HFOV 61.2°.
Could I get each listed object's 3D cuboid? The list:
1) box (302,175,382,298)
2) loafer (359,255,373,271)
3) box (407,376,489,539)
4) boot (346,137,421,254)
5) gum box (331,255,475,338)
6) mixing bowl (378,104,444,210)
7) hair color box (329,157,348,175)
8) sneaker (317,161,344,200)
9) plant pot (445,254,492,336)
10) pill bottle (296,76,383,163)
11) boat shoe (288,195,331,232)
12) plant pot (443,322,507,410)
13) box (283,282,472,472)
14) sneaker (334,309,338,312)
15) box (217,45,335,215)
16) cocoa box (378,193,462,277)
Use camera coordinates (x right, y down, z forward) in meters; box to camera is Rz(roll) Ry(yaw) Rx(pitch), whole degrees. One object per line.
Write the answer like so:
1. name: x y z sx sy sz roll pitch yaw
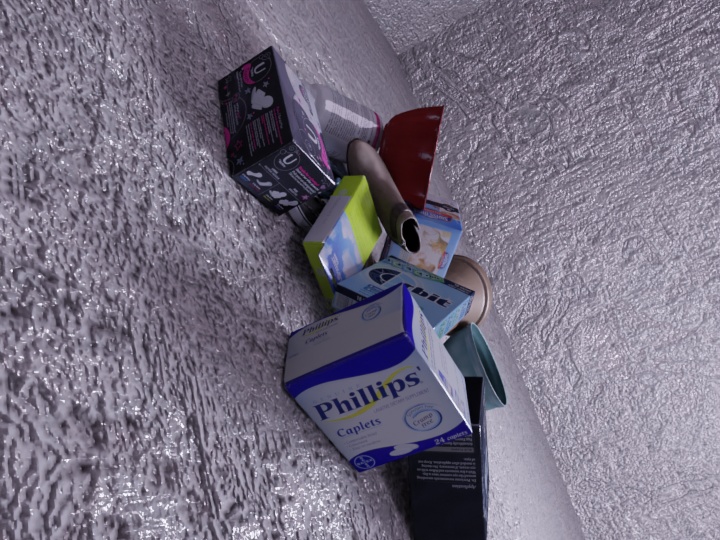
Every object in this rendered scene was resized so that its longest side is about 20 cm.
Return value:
1. box: -0.029 -0.049 1.008 0.202 0.047 0.123 -62 144 -40
2. loafer: 0.000 0.000 1.119 0.072 0.072 0.201 58 19 -22
3. box: 0.148 0.301 0.991 0.197 0.115 0.205 -40 127 -72
4. boot: 0.050 -0.125 1.076 0.201 0.070 0.147 56 0 -45
5. gum box: 0.075 0.046 0.985 0.199 0.168 0.045 -28 137 -58
6. mixing bowl: 0.092 -0.227 1.176 0.200 0.106 0.205 12 90 -85
7. hair color box: -0.042 -0.204 1.288 0.203 0.060 0.099 64 18 -3
8. sneaker: -0.046 -0.136 1.112 0.200 0.079 0.096 46 4 -8
9. plant pot: 0.204 0.069 1.465 0.174 0.198 0.204 -13 79 -64
10. pill bottle: -0.062 -0.282 1.153 0.197 0.113 0.115 17 46 -37
11. boat shoe: -0.065 -0.095 1.058 0.200 0.067 0.074 50 22 -41
12. plant pot: 0.241 0.241 1.421 0.202 0.132 0.202 56 19 -30
13. box: 0.025 0.149 0.812 0.201 0.181 0.106 55 21 -29
14. sneaker: 0.054 0.110 1.017 0.198 0.076 0.105 28 0 14
15. box: -0.130 -0.215 0.947 0.132 0.113 0.203 39 31 -54
16. cocoa box: 0.119 -0.045 1.282 0.132 0.131 0.203 -83 -171 -59
